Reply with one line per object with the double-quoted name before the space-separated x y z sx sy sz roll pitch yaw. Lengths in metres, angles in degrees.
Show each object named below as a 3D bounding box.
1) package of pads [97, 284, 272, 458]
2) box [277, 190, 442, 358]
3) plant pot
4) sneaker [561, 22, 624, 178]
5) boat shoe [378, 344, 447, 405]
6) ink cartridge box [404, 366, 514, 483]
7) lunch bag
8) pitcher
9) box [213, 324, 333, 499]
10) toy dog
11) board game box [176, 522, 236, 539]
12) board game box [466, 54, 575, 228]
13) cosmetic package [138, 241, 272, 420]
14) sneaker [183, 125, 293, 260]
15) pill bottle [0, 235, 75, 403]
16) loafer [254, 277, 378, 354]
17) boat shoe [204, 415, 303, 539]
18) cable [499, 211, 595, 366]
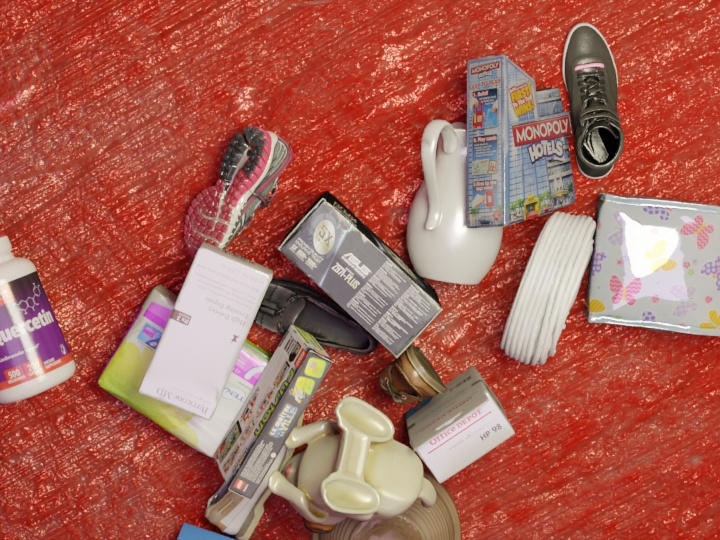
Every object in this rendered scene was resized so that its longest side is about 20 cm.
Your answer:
"package of pads" -0.223 0.137 1.727 0.200 0.068 0.155 32 95 -3
"box" 0.000 0.000 1.663 0.200 0.164 0.086 43 95 -4
"plant pot" 0.034 0.354 1.741 0.200 0.093 0.202 0 97 1
"sneaker" 0.298 -0.215 1.670 0.070 0.099 0.201 -6 95 3
"boat shoe" 0.062 0.140 1.660 0.068 0.200 0.072 -35 82 1
"ink cartridge box" 0.123 0.197 1.667 0.116 0.200 0.067 -34 96 4
"lunch bag" 0.393 -0.006 1.683 0.199 0.127 0.170 6 95 8
"pitcher" 0.111 -0.087 1.652 0.121 0.171 0.201 11 96 32
"box" -0.111 0.175 1.651 0.035 0.110 0.200 29 95 -21
"toy dog" -0.021 0.254 1.650 0.193 0.200 0.140 15 66 -28
"board game box" -0.164 0.437 1.759 0.199 0.045 0.152 20 110 -2
"board game box" 0.199 -0.167 1.632 0.062 0.200 0.201 -2 101 43
"cosmetic package" -0.192 0.075 1.650 0.101 0.074 0.201 22 95 -5
"sneaker" -0.155 -0.087 1.702 0.200 0.075 0.081 -54 54 16
"pill bottle" -0.451 0.062 1.696 0.112 0.112 0.201 -21 96 3
"loafer" -0.068 0.060 1.720 0.199 0.063 0.072 19 96 -2
"boat shoe" -0.139 0.258 1.738 0.068 0.075 0.200 25 97 -8
"cable" 0.235 0.021 1.648 0.069 0.200 0.201 21 102 10
